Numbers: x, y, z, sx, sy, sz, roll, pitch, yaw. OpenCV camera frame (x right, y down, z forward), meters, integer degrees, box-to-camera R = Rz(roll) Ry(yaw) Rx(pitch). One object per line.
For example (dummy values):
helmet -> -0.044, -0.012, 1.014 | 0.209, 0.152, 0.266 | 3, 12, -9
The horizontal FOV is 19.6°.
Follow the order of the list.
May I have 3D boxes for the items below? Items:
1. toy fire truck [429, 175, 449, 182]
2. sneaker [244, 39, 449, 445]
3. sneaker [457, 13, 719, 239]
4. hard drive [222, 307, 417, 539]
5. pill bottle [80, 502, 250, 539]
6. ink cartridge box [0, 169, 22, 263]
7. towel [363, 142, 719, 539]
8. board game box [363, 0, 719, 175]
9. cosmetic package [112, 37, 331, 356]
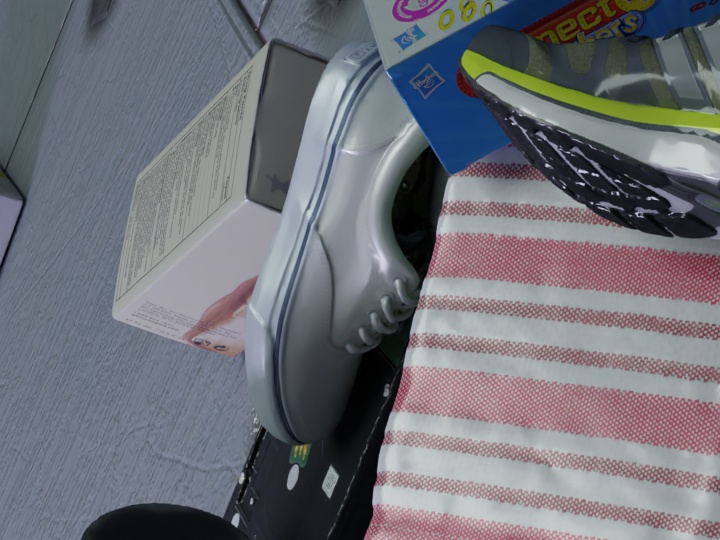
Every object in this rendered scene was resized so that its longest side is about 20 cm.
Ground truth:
toy fire truck -> 0.069, -0.103, 0.977 | 0.142, 0.048, 0.200 | -70, 21, 5
sneaker -> 0.000, 0.000, 0.937 | 0.071, 0.073, 0.201 | 29, 123, 29
sneaker -> 0.121, -0.055, 0.689 | 0.199, 0.074, 0.081 | 18, 72, 35
hard drive -> -0.007, 0.080, 1.035 | 0.201, 0.038, 0.140 | -69, 22, 10
pill bottle -> -0.102, 0.219, 0.997 | 0.112, 0.111, 0.202 | -118, 34, -61
ink cartridge box -> -0.420, -0.044, 1.963 | 0.146, 0.144, 0.200 | -69, 23, 6
towel -> 0.087, 0.027, 0.764 | 0.145, 0.030, 0.202 | 7, 75, 28
board game box -> 0.090, -0.155, 0.824 | 0.195, 0.056, 0.201 | -28, 36, 10
cosmetic package -> -0.061, -0.035, 1.183 | 0.200, 0.087, 0.104 | -35, 41, 58
